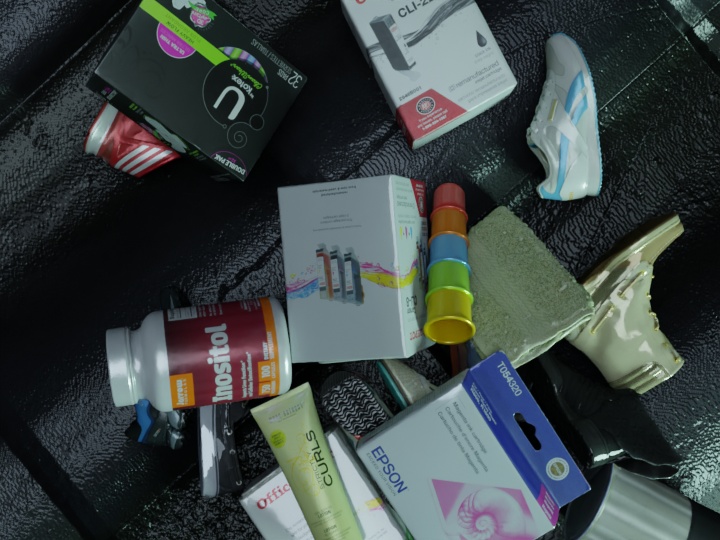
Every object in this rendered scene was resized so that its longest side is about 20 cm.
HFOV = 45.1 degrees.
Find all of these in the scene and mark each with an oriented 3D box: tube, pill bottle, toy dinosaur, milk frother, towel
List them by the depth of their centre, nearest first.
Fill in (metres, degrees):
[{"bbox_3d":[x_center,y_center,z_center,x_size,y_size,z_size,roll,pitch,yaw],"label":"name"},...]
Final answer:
[{"bbox_3d":[-0.183,0.097,0.986,0.196,0.113,0.115,-7,90,-13],"label":"pill bottle"},{"bbox_3d":[0.335,0.341,0.992,0.186,0.200,0.183,26,95,2],"label":"milk frother"},{"bbox_3d":[-0.056,0.238,0.997,0.057,0.052,0.203,-17,80,-39],"label":"tube"},{"bbox_3d":[0.170,0.019,1.028,0.147,0.037,0.201,-35,50,1],"label":"towel"},{"bbox_3d":[0.149,0.167,1.079,0.198,0.104,0.185,27,102,35],"label":"toy dinosaur"}]

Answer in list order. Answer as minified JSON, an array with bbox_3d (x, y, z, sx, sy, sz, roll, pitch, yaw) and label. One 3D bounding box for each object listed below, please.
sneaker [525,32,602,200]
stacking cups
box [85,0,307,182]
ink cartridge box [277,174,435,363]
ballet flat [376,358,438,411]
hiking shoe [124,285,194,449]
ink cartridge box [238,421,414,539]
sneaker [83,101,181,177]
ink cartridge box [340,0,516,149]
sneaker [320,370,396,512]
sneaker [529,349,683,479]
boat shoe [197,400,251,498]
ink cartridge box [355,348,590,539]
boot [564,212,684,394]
[{"bbox_3d":[0.242,-0.187,1.058,0.079,0.077,0.204,-7,88,4],"label":"sneaker"},{"bbox_3d":[0.104,-0.017,1.020,0.059,0.061,0.203,2,58,2],"label":"stacking cups"},{"bbox_3d":[-0.192,-0.219,1.006,0.199,0.124,0.150,35,80,-22],"label":"box"},{"bbox_3d":[0.000,0.000,1.014,0.142,0.145,0.204,-4,91,19],"label":"ink cartridge box"},{"bbox_3d":[0.089,0.179,1.034,0.062,0.067,0.202,-28,88,-9],"label":"ballet flat"},{"bbox_3d":[-0.253,0.120,1.073,0.085,0.074,0.204,2,90,1],"label":"hiking shoe"},{"bbox_3d":[-0.033,0.310,1.059,0.144,0.088,0.202,-35,90,1],"label":"ink cartridge box"},{"bbox_3d":[-0.251,-0.209,1.088,0.114,0.078,0.202,31,90,-16],"label":"sneaker"},{"bbox_3d":[0.080,-0.274,1.058,0.143,0.084,0.203,-28,88,2],"label":"ink cartridge box"},{"bbox_3d":[0.027,0.205,1.052,0.070,0.093,0.201,-37,86,4],"label":"sneaker"},{"bbox_3d":[0.286,0.164,1.030,0.102,0.061,0.201,-14,47,-11],"label":"sneaker"},{"bbox_3d":[-0.168,0.178,1.077,0.065,0.070,0.204,-1,87,-15],"label":"boat shoe"},{"bbox_3d":[0.127,0.224,0.970,0.198,0.043,0.198,-34,96,11],"label":"ink cartridge box"},{"bbox_3d":[0.346,0.045,1.054,0.200,0.073,0.156,-42,88,3],"label":"boot"}]
